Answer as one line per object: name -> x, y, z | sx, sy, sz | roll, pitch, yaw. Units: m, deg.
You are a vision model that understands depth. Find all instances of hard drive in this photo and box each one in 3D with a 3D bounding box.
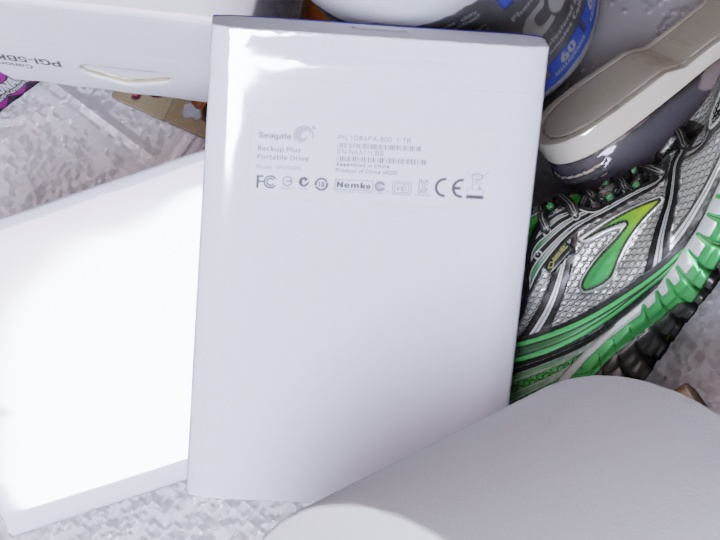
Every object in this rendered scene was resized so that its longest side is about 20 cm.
hard drive -> 0.000, 0.000, 0.797 | 0.132, 0.025, 0.200 | 3, 110, -5
hard drive -> -0.078, 0.021, 0.851 | 0.200, 0.025, 0.132 | -18, 94, 3

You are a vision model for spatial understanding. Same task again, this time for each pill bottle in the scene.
pill bottle -> 0.029, -0.143, 0.827 | 0.114, 0.200, 0.114 | -4, 77, 17

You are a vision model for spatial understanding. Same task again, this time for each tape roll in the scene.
tape roll -> 0.068, 0.154, 0.718 | 0.203, 0.139, 0.203 | 23, 124, 40

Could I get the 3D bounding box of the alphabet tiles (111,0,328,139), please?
alphabet tiles -> -0.003, -0.121, 0.944 | 0.200, 0.008, 0.167 | 25, 86, 21

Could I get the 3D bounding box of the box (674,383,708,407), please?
box -> 0.149, 0.162, 0.819 | 0.121, 0.032, 0.200 | -38, 70, 7

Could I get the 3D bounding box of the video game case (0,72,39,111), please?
video game case -> -0.225, -0.170, 1.011 | 0.181, 0.036, 0.200 | -35, 70, 7

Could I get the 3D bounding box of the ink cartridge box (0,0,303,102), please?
ink cartridge box -> -0.094, -0.191, 0.922 | 0.147, 0.083, 0.200 | 7, 71, 9

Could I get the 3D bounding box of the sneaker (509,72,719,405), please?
sneaker -> 0.111, -0.014, 0.815 | 0.085, 0.078, 0.200 | 37, 109, 8

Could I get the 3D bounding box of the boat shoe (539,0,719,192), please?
boat shoe -> 0.175, -0.088, 0.863 | 0.200, 0.073, 0.063 | -31, 113, 4
